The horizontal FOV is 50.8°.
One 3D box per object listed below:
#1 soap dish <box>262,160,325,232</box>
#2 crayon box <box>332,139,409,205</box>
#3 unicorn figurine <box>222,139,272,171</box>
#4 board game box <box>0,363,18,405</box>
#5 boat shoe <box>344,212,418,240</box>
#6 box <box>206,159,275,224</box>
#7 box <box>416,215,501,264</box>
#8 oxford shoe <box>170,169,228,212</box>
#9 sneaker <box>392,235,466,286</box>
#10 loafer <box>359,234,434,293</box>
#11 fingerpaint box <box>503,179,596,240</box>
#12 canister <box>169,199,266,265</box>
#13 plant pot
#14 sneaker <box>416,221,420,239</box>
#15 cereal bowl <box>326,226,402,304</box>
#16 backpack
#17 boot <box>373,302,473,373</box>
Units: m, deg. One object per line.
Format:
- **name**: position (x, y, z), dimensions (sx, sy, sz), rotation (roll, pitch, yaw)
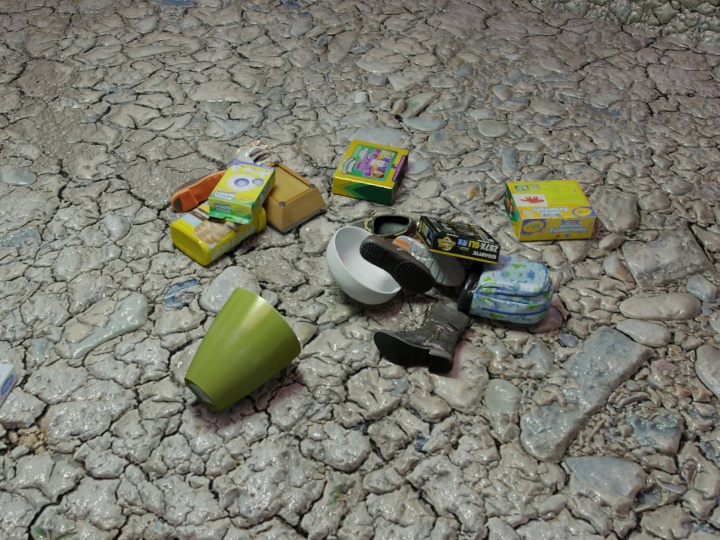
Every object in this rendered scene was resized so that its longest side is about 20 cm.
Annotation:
- **soap dish**: position (-0.210, -0.198, 1.978), dimensions (0.199, 0.082, 0.156), rotation (35, 50, 30)
- **crayon box**: position (0.030, -0.274, 2.097), dimensions (0.168, 0.059, 0.202), rotation (12, 42, 11)
- **unicorn figurine**: position (-0.308, -0.290, 2.092), dimensions (0.134, 0.075, 0.201), rotation (-14, 29, -5)
- **board game box**: position (-0.800, 0.255, 1.460), dimensions (0.195, 0.042, 0.202), rotation (8, 42, 6)
- **boat shoe**: position (0.044, -0.107, 1.868), dimensions (0.196, 0.061, 0.073), rotation (-3, 65, 21)
- **box**: position (-0.293, -0.191, 1.859), dimensions (0.115, 0.049, 0.202), rotation (12, 44, 8)
- **box**: position (0.221, -0.074, 1.742), dimensions (0.156, 0.050, 0.200), rotation (12, 14, -8)
- **oxford shoe**: position (-0.404, -0.225, 1.977), dimensions (0.196, 0.072, 0.073), rotation (-21, 39, -3)
- **sneaker**: position (0.177, -0.030, 1.794), dimensions (0.198, 0.079, 0.111), rotation (31, 17, 23)
- **loafer**: position (0.088, -0.025, 1.719), dimensions (0.198, 0.073, 0.072), rotation (36, 30, -15)
- **fingerpaint box**: position (0.490, -0.158, 1.984), dimensions (0.195, 0.075, 0.169), rotation (-3, 41, -6)
- **canister**: position (-0.351, -0.112, 1.869), dimensions (0.147, 0.088, 0.199), rotation (30, 49, 26)
- **plant pot**: position (-0.248, 0.174, 1.507), dimensions (0.185, 0.189, 0.201), rotation (29, 62, 26)
- **sneaker**: position (0.203, -0.072, 1.875), dimensions (0.195, 0.076, 0.082), rotation (4, 50, 2)
- **cereal bowl**: position (0.000, 0.000, 1.742), dimensions (0.197, 0.084, 0.202), rotation (27, 35, -21)
- **backpack**: position (0.336, 0.043, 1.714), dimensions (0.197, 0.156, 0.164), rotation (25, 37, 6)
- **boot**: position (0.138, 0.132, 1.650), dimensions (0.196, 0.070, 0.175), rotation (19, 41, 6)
